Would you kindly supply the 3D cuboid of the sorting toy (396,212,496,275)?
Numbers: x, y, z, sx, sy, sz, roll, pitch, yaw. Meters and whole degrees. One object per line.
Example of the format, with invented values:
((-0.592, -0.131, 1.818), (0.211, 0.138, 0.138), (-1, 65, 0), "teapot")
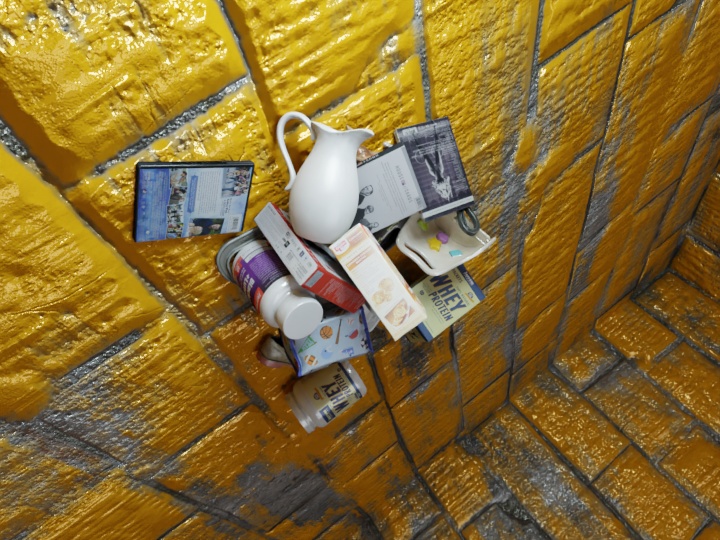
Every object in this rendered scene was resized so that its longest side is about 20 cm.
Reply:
((0.173, -0.069, 1.174), (0.180, 0.200, 0.107), (-37, 164, -37), "sorting toy")

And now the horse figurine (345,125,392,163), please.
((-0.025, -0.195, 1.030), (0.132, 0.050, 0.201), (18, 113, -52), "horse figurine")

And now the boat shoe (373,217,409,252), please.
((0.084, -0.095, 1.232), (0.199, 0.060, 0.072), (-35, 144, -14), "boat shoe")

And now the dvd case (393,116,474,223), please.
((0.161, -0.218, 1.105), (0.147, 0.203, 0.016), (-21, -176, -28), "dvd case")

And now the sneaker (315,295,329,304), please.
((-0.116, 0.041, 1.153), (0.198, 0.074, 0.116), (-27, 154, -21), "sneaker")

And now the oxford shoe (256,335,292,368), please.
((-0.164, 0.201, 1.291), (0.199, 0.070, 0.075), (10, 114, -51), "oxford shoe")

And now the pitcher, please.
((-0.079, -0.163, 0.900), (0.121, 0.169, 0.203), (-42, 149, -70), "pitcher")

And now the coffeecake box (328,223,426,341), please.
((0.037, 0.018, 0.958), (0.073, 0.201, 0.153), (-36, 178, 6), "coffeecake box")

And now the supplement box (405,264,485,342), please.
((0.193, 0.082, 1.388), (0.199, 0.135, 0.200), (-36, 178, -12), "supplement box")

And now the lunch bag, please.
((-0.083, 0.131, 1.093), (0.168, 0.200, 0.126), (-15, 103, -16), "lunch bag")

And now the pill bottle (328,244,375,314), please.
((0.000, 0.000, 1.127), (0.111, 0.200, 0.113), (-26, 142, -23), "pill bottle")

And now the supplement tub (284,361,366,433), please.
((-0.097, 0.340, 1.433), (0.199, 0.145, 0.146), (-36, 145, -11), "supplement tub")

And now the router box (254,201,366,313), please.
((-0.092, -0.023, 0.982), (0.049, 0.200, 0.179), (-46, 144, 8), "router box")

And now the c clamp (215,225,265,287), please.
((-0.197, -0.026, 1.056), (0.198, 0.027, 0.172), (-26, 142, -24), "c clamp")

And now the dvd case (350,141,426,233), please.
((0.017, -0.142, 1.006), (0.198, 0.025, 0.151), (-25, 129, 4), "dvd case")

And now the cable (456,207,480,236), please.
((0.209, -0.167, 1.174), (0.097, 0.201, 0.050), (-32, 173, -33), "cable")

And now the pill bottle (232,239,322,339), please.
((-0.155, 0.037, 0.971), (0.110, 0.200, 0.113), (-23, 134, -26), "pill bottle")

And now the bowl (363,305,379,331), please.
((0.010, 0.091, 1.299), (0.201, 0.074, 0.199), (-57, 159, 16), "bowl")

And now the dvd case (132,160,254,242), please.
((-0.283, -0.120, 0.880), (0.198, 0.018, 0.144), (-10, 133, -37), "dvd case")
